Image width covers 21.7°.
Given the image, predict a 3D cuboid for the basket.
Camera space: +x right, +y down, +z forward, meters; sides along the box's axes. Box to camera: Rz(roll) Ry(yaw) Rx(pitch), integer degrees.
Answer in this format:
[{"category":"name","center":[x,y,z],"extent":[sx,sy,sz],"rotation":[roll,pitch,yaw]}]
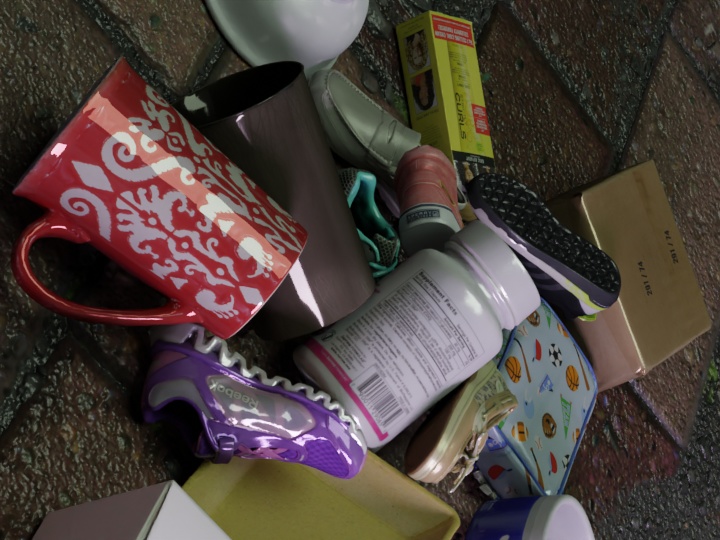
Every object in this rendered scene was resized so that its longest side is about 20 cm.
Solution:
[{"category":"basket","center":[-0.075,-0.055,1.573],"extent":[0.135,0.180,0.201],"rotation":[-26,107,-11]}]

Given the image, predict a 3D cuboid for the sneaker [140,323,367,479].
[{"category":"sneaker","center":[-0.092,0.122,1.491],"extent":[0.199,0.081,0.089],"rotation":[28,55,-4]}]

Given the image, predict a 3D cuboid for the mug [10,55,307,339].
[{"category":"mug","center":[-0.162,-0.034,1.446],"extent":[0.200,0.178,0.134],"rotation":[39,11,-11]}]

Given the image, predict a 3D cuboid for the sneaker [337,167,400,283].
[{"category":"sneaker","center":[0.000,0.000,1.675],"extent":[0.077,0.091,0.202],"rotation":[-22,92,-51]}]

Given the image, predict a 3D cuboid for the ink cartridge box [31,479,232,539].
[{"category":"ink cartridge box","center":[-0.146,0.276,1.337],"extent":[0.200,0.147,0.145],"rotation":[49,43,-25]}]

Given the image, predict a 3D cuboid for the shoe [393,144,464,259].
[{"category":"shoe","center":[0.075,-0.029,1.751],"extent":[0.201,0.071,0.092],"rotation":[69,16,-55]}]

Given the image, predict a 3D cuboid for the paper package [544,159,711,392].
[{"category":"paper package","center":[0.266,0.006,1.983],"extent":[0.190,0.103,0.201],"rotation":[-24,92,-53]}]

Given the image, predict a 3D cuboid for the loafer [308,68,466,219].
[{"category":"loafer","center":[0.026,-0.119,1.770],"extent":[0.200,0.069,0.070],"rotation":[45,44,-31]}]

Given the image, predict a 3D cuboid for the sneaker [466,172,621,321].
[{"category":"sneaker","center":[0.167,-0.011,1.847],"extent":[0.200,0.083,0.072],"rotation":[39,44,-16]}]

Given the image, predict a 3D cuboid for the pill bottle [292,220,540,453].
[{"category":"pill bottle","center":[0.050,0.054,1.612],"extent":[0.200,0.113,0.114],"rotation":[-38,108,-9]}]

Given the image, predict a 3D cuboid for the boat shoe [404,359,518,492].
[{"category":"boat shoe","center":[0.095,0.135,1.632],"extent":[0.063,0.073,0.200],"rotation":[44,30,-2]}]

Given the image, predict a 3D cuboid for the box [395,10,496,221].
[{"category":"box","center":[0.089,-0.154,1.880],"extent":[0.075,0.050,0.202],"rotation":[8,69,-47]}]

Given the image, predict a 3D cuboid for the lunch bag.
[{"category":"lunch bag","center":[0.156,0.133,1.822],"extent":[0.161,0.075,0.200],"rotation":[55,40,-22]}]

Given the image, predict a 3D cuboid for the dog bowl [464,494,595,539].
[{"category":"dog bowl","center":[0.157,0.305,1.696],"extent":[0.200,0.078,0.202],"rotation":[-6,90,-68]}]

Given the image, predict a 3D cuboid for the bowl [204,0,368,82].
[{"category":"bowl","center":[-0.053,-0.280,1.732],"extent":[0.200,0.090,0.203],"rotation":[23,59,-44]}]

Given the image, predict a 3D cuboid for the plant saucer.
[{"category":"plant saucer","center":[-0.045,0.215,1.510],"extent":[0.199,0.049,0.200],"rotation":[34,43,7]}]
